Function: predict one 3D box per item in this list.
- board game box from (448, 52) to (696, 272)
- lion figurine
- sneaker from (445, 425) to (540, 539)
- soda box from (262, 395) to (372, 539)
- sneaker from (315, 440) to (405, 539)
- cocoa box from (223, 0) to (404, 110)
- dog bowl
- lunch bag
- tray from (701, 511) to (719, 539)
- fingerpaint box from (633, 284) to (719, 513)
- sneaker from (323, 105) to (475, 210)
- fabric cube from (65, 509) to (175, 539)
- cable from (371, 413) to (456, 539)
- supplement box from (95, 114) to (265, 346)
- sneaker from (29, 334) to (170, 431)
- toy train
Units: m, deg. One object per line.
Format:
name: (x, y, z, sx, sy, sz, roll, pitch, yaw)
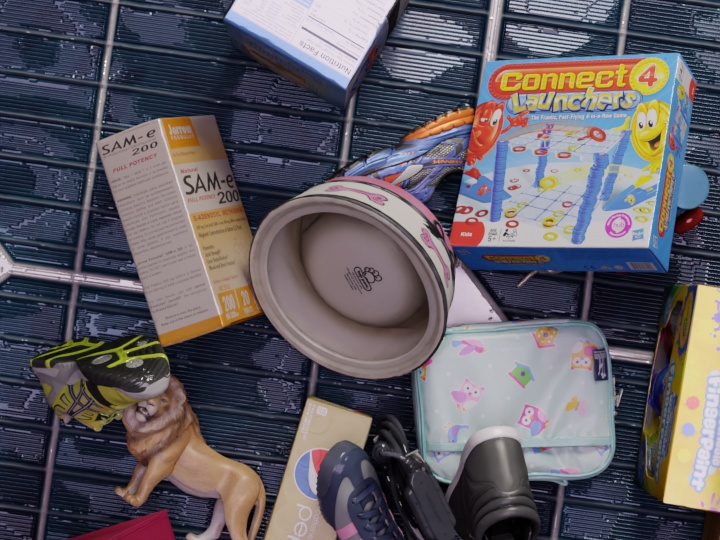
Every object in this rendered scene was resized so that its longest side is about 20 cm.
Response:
board game box: (0.196, -0.099, 1.675, 0.199, 0.056, 0.197, 0, 67, 28)
lion figurine: (-0.155, 0.194, 1.740, 0.200, 0.072, 0.123, 36, 81, -14)
sneaker: (0.120, 0.235, 1.668, 0.070, 0.200, 0.100, -4, 55, -5)
soda box: (-0.049, 0.225, 1.736, 0.067, 0.064, 0.201, 17, 88, -1)
sneaker: (0.018, 0.245, 1.686, 0.070, 0.082, 0.201, -40, 131, -30)
cocoa box: (-0.038, -0.242, 1.674, 0.133, 0.200, 0.132, 30, 89, -1)
dog bowl: (0.000, 0.000, 1.678, 0.199, 0.074, 0.201, 15, 128, 20)
lunch bag: (0.150, 0.128, 1.733, 0.199, 0.077, 0.161, -3, 89, 0)
tray: (0.358, 0.209, 1.724, 0.037, 0.099, 0.201, 10, 89, 1)
fingerpaint box: (0.315, 0.116, 1.692, 0.073, 0.167, 0.201, 9, 90, -1)
sneaker: (0.034, -0.083, 1.739, 0.199, 0.075, 0.079, -28, 93, 0)
fabric cube: (-0.264, 0.355, 1.637, 0.196, 0.200, 0.200, -18, 90, 22)
cable: (0.058, 0.234, 1.689, 0.051, 0.163, 0.201, -28, 101, -5)
supplement box: (-0.161, -0.040, 1.700, 0.073, 0.126, 0.201, -18, 90, 21)
sneaker: (-0.232, 0.107, 1.688, 0.075, 0.200, 0.077, -26, 106, -32)
toy train: (0.240, -0.037, 1.718, 0.200, 0.116, 0.085, -34, 89, -1)
